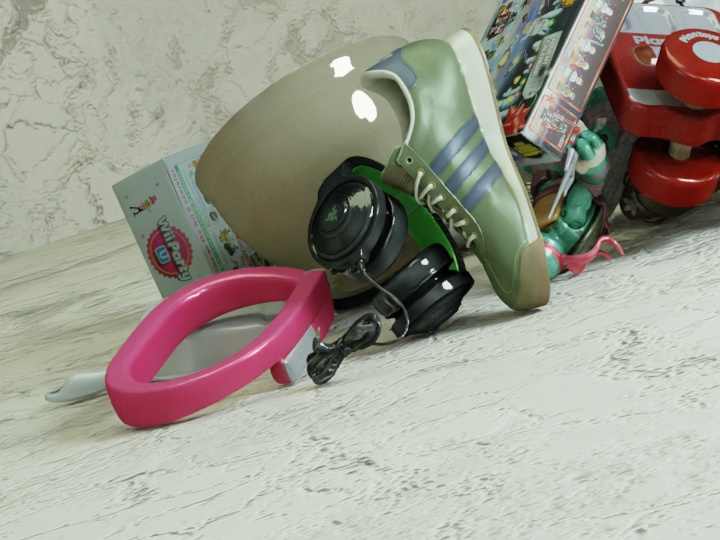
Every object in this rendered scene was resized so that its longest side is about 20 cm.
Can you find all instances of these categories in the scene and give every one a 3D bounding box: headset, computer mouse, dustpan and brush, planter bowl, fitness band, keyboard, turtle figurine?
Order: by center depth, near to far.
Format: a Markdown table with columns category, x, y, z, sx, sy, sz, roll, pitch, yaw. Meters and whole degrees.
| category | x | y | z | sx | sy | sz | roll | pitch | yaw |
| --- | --- | --- | --- | --- | --- | --- | --- | --- | --- |
| headset | 0.010 | 0.002 | 1.339 | 0.094 | 0.123 | 0.200 | -42 | 15 | 23 |
| fitness band | -0.096 | 0.046 | 1.371 | 0.142 | 0.038 | 0.200 | -10 | 22 | 22 |
| turtle figurine | 0.137 | -0.051 | 1.464 | 0.149 | 0.101 | 0.200 | -24 | 20 | 31 |
| dustpan and brush | -0.147 | 0.058 | 1.513 | 0.198 | 0.058 | 0.140 | -10 | 18 | -1 |
| planter bowl | -0.009 | -0.065 | 1.530 | 0.199 | 0.135 | 0.200 | -31 | -15 | -9 |
| keyboard | 0.209 | -0.099 | 1.574 | 0.056 | 0.011 | 0.201 | -15 | -32 | -26 |
| computer mouse | 0.000 | 0.000 | 1.666 | 0.058 | 0.034 | 0.200 | -17 | 6 | 5 |

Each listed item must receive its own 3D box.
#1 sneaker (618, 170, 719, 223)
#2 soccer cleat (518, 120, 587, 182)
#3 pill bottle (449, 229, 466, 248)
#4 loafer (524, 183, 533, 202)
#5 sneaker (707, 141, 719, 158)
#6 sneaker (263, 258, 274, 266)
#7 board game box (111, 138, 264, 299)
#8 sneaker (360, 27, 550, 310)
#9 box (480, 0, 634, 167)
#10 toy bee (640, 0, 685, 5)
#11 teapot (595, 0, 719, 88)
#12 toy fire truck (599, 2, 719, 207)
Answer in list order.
| category | x | y | z | sx | sy | sz | roll | pitch | yaw |
| --- | --- | --- | --- | --- | --- | --- | --- | --- | --- |
| sneaker | 0.239 | -0.077 | 1.572 | 0.075 | 0.071 | 0.200 | -29 | -2 | 11 |
| soccer cleat | 0.186 | -0.095 | 1.636 | 0.199 | 0.078 | 0.069 | -17 | 45 | -29 |
| pill bottle | 0.072 | -0.074 | 1.784 | 0.103 | 0.105 | 0.200 | -15 | 6 | 11 |
| loafer | 0.154 | -0.067 | 1.720 | 0.075 | 0.069 | 0.200 | -12 | 24 | 20 |
| sneaker | 0.354 | -0.122 | 1.518 | 0.198 | 0.077 | 0.114 | -16 | -13 | 26 |
| sneaker | -0.050 | -0.026 | 1.725 | 0.074 | 0.082 | 0.200 | -59 | -12 | 14 |
| board game box | -0.118 | -0.041 | 1.762 | 0.064 | 0.149 | 0.200 | -23 | 3 | 28 |
| sneaker | 0.057 | -0.061 | 1.333 | 0.089 | 0.202 | 0.067 | -12 | -15 | -12 |
| box | 0.133 | -0.167 | 1.428 | 0.137 | 0.040 | 0.201 | -6 | 55 | 62 |
| toy bee | 0.320 | -0.137 | 1.663 | 0.198 | 0.132 | 0.109 | 8 | 43 | -9 |
| teapot | 0.291 | -0.188 | 1.809 | 0.145 | 0.199 | 0.200 | -31 | 11 | -22 |
| toy fire truck | 0.264 | -0.140 | 1.432 | 0.198 | 0.113 | 0.169 | 0 | 41 | -11 |
